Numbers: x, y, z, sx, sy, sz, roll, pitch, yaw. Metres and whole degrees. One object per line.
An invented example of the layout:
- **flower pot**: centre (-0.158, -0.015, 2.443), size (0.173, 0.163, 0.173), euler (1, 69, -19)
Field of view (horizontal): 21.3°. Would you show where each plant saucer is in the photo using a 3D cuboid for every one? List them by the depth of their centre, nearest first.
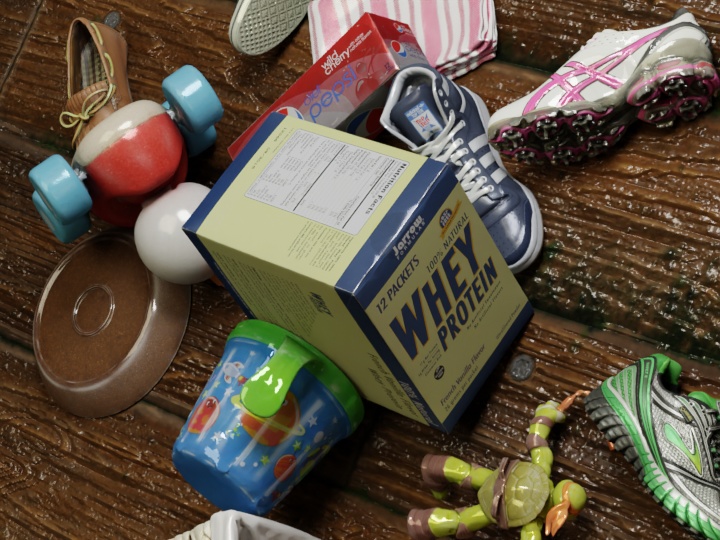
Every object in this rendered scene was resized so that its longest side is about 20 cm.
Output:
- **plant saucer**: centre (-0.252, 0.043, 1.875), size (0.199, 0.034, 0.202), euler (-16, 61, 32)

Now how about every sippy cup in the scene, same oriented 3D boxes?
- **sippy cup**: centre (-0.086, 0.134, 1.615), size (0.139, 0.178, 0.131), euler (17, 60, 39)

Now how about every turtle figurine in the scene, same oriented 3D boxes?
- **turtle figurine**: centre (0.115, 0.190, 1.514), size (0.160, 0.064, 0.201), euler (-7, 67, 35)

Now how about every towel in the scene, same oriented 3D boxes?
- **towel**: centre (0.033, -0.226, 1.777), size (0.199, 0.030, 0.147), euler (-23, 58, 28)

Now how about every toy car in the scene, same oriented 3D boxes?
- **toy car**: centre (-0.181, -0.051, 1.805), size (0.184, 0.177, 0.201), euler (-35, 86, -13)

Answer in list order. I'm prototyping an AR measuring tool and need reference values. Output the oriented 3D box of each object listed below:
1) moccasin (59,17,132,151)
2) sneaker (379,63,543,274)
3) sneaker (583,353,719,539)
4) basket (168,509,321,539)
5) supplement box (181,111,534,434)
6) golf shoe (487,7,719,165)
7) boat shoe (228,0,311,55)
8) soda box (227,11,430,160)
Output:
- **moccasin**: centre (-0.268, -0.167, 1.945), size (0.073, 0.078, 0.203), euler (-18, 61, 30)
- **sneaker**: centre (0.082, -0.090, 1.630), size (0.070, 0.108, 0.201), euler (-35, 54, 20)
- **sneaker**: centre (0.248, 0.138, 1.429), size (0.085, 0.078, 0.200), euler (-43, 53, 9)
- **basket**: centre (-0.105, 0.318, 1.581), size (0.123, 0.135, 0.201), euler (-22, 59, 30)
- **supplement box**: centre (0.000, 0.000, 1.577), size (0.199, 0.200, 0.135), euler (20, 65, 41)
- **golf shoe**: centre (0.198, -0.151, 1.596), size (0.199, 0.073, 0.093), euler (-18, 54, 17)
- **boat shoe**: centre (-0.079, -0.298, 1.867), size (0.062, 0.075, 0.201), euler (11, 73, 44)
- **soda box**: centre (-0.027, -0.141, 1.737), size (0.200, 0.063, 0.070), euler (-41, 62, 28)
